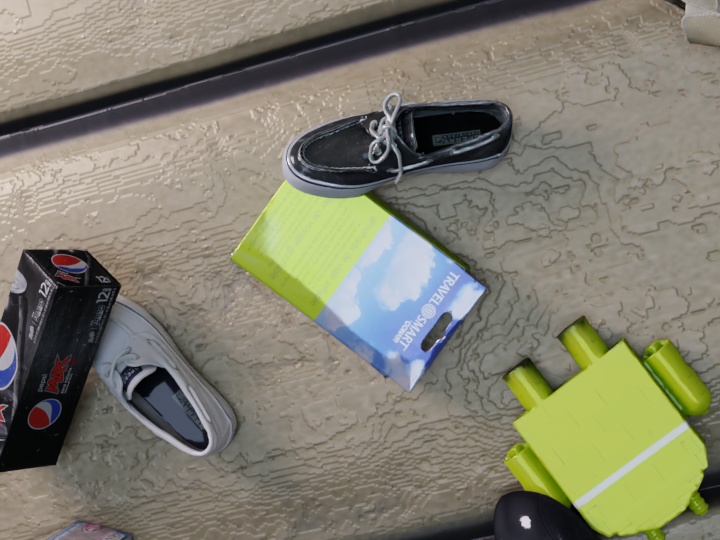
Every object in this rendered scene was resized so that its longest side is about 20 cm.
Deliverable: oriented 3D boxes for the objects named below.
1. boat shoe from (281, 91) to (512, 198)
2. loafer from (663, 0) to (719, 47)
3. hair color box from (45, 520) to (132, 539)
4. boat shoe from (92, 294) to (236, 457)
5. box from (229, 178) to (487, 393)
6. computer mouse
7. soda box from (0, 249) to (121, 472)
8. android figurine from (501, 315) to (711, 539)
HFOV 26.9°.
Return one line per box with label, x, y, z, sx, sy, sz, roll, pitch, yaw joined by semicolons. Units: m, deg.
boat shoe;0.032;-0.109;1.272;0.199;0.068;0.074;-3;70;-2
loafer;0.301;-0.209;1.242;0.200;0.076;0.068;44;102;14
hair color box;-0.268;0.340;1.370;0.060;0.100;0.201;12;96;10
boat shoe;-0.195;0.090;1.354;0.200;0.065;0.074;38;101;6
box;0.000;0.000;1.321;0.200;0.048;0.122;37;99;6
computer mouse;0.191;0.268;1.284;0.200;0.053;0.139;36;135;11
soda box;-0.285;0.080;1.335;0.063;0.071;0.200;41;118;37
android figurine;0.218;0.144;1.298;0.182;0.041;0.200;-40;87;10
